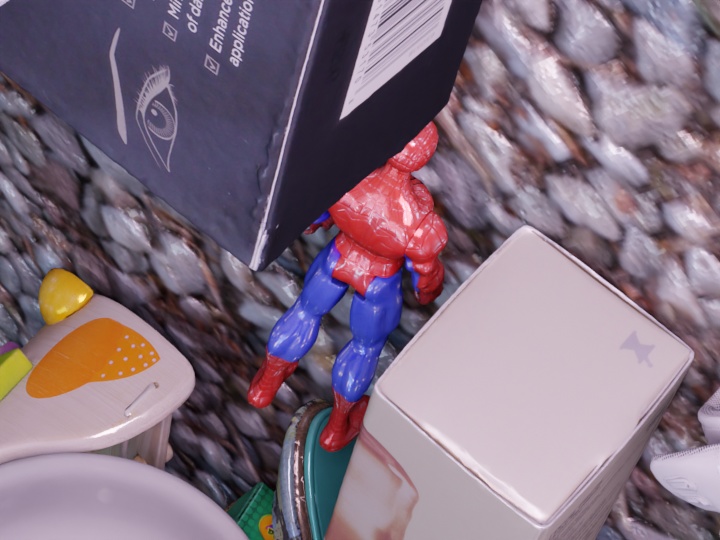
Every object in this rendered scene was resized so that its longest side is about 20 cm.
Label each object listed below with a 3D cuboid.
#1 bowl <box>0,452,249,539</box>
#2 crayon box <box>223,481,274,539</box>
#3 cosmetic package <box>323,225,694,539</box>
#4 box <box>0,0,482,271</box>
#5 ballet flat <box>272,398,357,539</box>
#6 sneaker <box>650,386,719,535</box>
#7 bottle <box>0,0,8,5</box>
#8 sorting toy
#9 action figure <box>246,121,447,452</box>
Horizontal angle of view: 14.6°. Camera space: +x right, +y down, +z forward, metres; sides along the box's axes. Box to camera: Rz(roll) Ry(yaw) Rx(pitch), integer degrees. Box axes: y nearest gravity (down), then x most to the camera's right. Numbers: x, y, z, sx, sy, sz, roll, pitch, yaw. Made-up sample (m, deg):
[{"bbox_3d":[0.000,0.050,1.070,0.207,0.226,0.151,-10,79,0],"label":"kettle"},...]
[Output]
[{"bbox_3d":[-0.131,0.191,1.277,0.201,0.201,0.090,55,-175,-18],"label":"bowl"},{"bbox_3d":[-0.061,0.194,1.445,0.119,0.058,0.200,40,145,-8],"label":"crayon box"},{"bbox_3d":[0.051,0.083,1.126,0.087,0.103,0.200,39,152,12],"label":"cosmetic package"},{"bbox_3d":[-0.057,-0.143,0.920,0.200,0.117,0.197,38,145,14],"label":"box"},{"bbox_3d":[-0.006,0.155,1.314,0.074,0.074,0.200,-2,113,57],"label":"ballet flat"},{"bbox_3d":[0.155,0.097,1.028,0.115,0.075,0.200,45,149,3],"label":"sneaker"},{"bbox_3d":[-0.148,-0.083,0.799,0.084,0.200,0.065,-3,121,48],"label":"bottle"},{"bbox_3d":[-0.184,0.106,1.385,0.107,0.180,0.200,47,158,15],"label":"sorting toy"},{"bbox_3d":[0.000,0.000,1.144,0.065,0.052,0.200,35,148,9],"label":"action figure"}]
